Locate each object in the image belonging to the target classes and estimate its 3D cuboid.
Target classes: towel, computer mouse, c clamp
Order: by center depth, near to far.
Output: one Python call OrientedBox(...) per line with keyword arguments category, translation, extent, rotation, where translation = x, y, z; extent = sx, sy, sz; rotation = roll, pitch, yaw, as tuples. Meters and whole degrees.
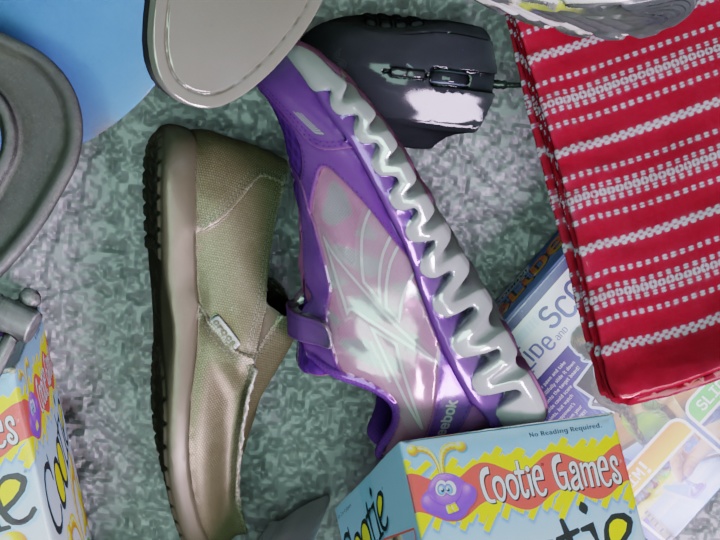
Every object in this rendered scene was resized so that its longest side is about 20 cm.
OrientedBox(category="c clamp", translation=(-0.205, -0.038, 0.787), extent=(0.199, 0.027, 0.172), rotation=(31, 78, 8))
OrientedBox(category="towel", translation=(0.144, -0.056, 0.794), extent=(0.143, 0.022, 0.202), rotation=(-16, 75, 11))
OrientedBox(category="computer mouse", translation=(0.066, -0.080, 0.842), extent=(0.198, 0.034, 0.059), rotation=(4, 93, 7))

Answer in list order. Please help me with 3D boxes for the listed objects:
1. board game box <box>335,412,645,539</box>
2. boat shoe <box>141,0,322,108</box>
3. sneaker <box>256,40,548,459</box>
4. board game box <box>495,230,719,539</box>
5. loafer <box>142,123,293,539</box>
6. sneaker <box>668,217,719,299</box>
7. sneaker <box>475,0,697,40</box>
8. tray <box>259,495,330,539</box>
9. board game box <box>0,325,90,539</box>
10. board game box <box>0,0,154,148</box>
OrientedBox(category="board game box", translation=(0.070, 0.176, 0.814), extent=(0.102, 0.105, 0.202), rotation=(-6, 70, -20))
OrientedBox(category="boat shoe", translation=(-0.048, -0.157, 0.788), extent=(0.072, 0.063, 0.202), rotation=(24, 75, -30))
OrientedBox(category="sneaker", translation=(0.000, 0.000, 0.816), extent=(0.088, 0.081, 0.201), rotation=(-29, 105, 4))
OrientedBox(category="board game box", translation=(0.155, 0.013, 0.886), extent=(0.135, 0.034, 0.200), rotation=(40, 99, -11))
OrientedBox(category="loafer", translation=(-0.060, 0.034, 0.861), extent=(0.067, 0.076, 0.202), rotation=(-4, 108, -10))
OrientedBox(category="sneaker", translation=(0.197, -0.052, 0.828), extent=(0.199, 0.076, 0.088), rotation=(-29, 86, 1))
OrientedBox(category="sneaker", translation=(0.051, -0.153, 0.784), extent=(0.199, 0.074, 0.085), rotation=(21, 95, 29))
OrientedBox(category="tray", translation=(-0.076, 0.197, 0.887), extent=(0.022, 0.107, 0.201), rotation=(29, 101, -1))
OrientedBox(category="board game box", translation=(-0.176, 0.132, 0.859), extent=(0.102, 0.105, 0.202), rotation=(-11, 105, -1))
OrientedBox(category="board game box", translation=(-0.165, -0.147, 0.834), extent=(0.157, 0.039, 0.201), rotation=(-35, 98, 12))
